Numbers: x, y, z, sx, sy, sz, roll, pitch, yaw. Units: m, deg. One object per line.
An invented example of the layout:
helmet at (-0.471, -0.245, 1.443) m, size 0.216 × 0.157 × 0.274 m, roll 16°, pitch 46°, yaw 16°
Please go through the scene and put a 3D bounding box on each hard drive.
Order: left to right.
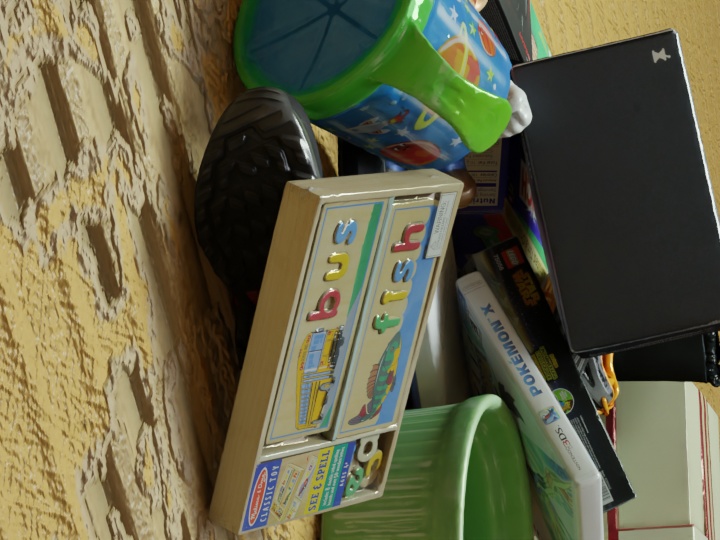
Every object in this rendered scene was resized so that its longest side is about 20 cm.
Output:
hard drive at (0.054, 0.054, 1.669) m, size 0.132 × 0.025 × 0.201 m, roll -81°, pitch 166°, yaw -48°

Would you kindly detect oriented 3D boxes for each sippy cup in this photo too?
sippy cup at (0.017, -0.127, 1.387) m, size 0.130 × 0.139 × 0.178 m, roll 35°, pitch 39°, yaw -44°

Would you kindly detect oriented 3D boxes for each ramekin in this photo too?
ramekin at (0.044, 0.183, 1.547) m, size 0.200 × 0.097 × 0.201 m, roll -3°, pitch 90°, yaw -73°

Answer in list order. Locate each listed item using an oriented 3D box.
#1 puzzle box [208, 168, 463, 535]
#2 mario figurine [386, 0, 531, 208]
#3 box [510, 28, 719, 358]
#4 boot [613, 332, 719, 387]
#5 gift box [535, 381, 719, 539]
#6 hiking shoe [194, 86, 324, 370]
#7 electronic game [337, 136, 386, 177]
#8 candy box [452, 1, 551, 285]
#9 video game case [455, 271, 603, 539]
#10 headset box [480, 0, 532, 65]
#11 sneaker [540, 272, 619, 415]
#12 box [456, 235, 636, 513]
puzzle box at (-0.013, 0.043, 1.319) m, size 0.133 × 0.025 × 0.201 m, roll -9°, pitch 118°, yaw -51°
mario figurine at (0.039, -0.133, 1.542) m, size 0.123 × 0.106 × 0.201 m, roll -17°, pitch 122°, yaw -34°
box at (0.183, -0.048, 1.652) m, size 0.198 × 0.123 × 0.201 m, roll 30°, pitch 48°, yaw -83°
boot at (0.205, 0.079, 1.876) m, size 0.073 × 0.162 × 0.199 m, roll 10°, pitch 75°, yaw -80°
gift box at (0.224, 0.201, 1.987) m, size 0.200 × 0.184 × 0.188 m, roll 37°, pitch 50°, yaw -60°
hiking shoe at (-0.049, -0.028, 1.348) m, size 0.101 × 0.075 × 0.201 m, roll -83°, pitch 171°, yaw -54°
electronic game at (0.000, 0.000, 1.487) m, size 0.200 × 0.041 × 0.201 m, roll -3°, pitch 90°, yaw -88°
candy box at (0.100, -0.096, 1.809) m, size 0.169 × 0.077 × 0.201 m, roll 56°, pitch 37°, yaw -62°
video game case at (0.119, 0.124, 1.640) m, size 0.200 × 0.022 × 0.183 m, roll 80°, pitch -16°, yaw -55°
headset box at (0.069, -0.247, 1.703) m, size 0.149 × 0.077 × 0.201 m, roll 61°, pitch 25°, yaw -52°
sneaker at (0.155, 0.098, 1.792) m, size 0.078 × 0.077 × 0.201 m, roll -23°, pitch 128°, yaw -73°
box at (0.126, 0.083, 1.693) m, size 0.137 × 0.040 × 0.201 m, roll 128°, pitch -61°, yaw -79°
